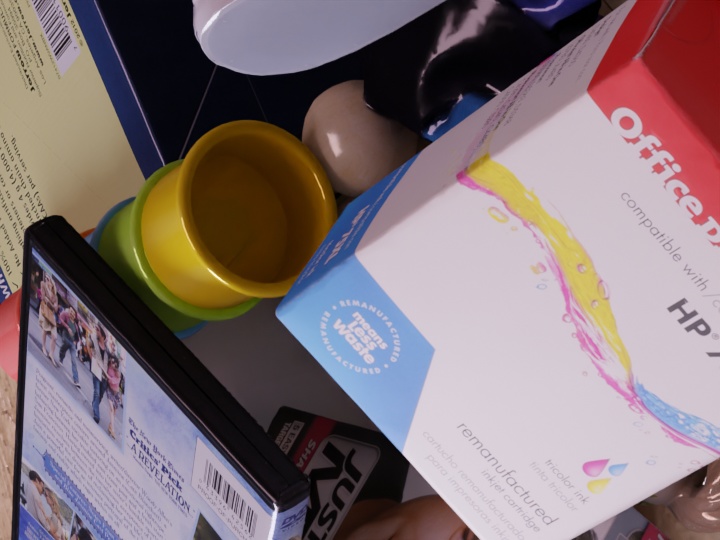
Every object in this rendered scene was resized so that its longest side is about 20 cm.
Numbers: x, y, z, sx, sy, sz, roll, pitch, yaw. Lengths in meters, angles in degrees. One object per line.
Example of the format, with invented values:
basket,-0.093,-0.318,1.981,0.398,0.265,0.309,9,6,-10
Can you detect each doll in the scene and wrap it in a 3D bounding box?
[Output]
doll,0.046,-0.091,0.823,0.200,0.048,0.137,-44,65,33

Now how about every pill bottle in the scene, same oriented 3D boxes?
pill bottle,-0.070,0.079,1.129,0.113,0.112,0.200,66,151,11

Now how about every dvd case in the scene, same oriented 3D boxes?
dvd case,-0.077,0.092,0.918,0.143,0.017,0.201,45,146,27

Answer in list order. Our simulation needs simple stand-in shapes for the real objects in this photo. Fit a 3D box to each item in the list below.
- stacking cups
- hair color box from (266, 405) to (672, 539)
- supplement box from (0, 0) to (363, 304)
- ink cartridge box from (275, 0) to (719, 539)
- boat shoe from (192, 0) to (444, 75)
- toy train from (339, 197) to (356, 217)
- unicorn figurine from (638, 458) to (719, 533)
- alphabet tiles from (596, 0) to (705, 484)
stacking cups,-0.082,-0.001,0.921,0.200,0.060,0.061,-22,86,57
hair color box,0.022,0.118,0.920,0.061,0.099,0.199,40,163,-34
supplement box,-0.090,-0.105,1.038,0.200,0.134,0.201,-39,72,59
ink cartridge box,0.085,-0.007,0.758,0.116,0.067,0.200,47,129,-10
boat shoe,0.034,-0.134,0.757,0.201,0.074,0.087,-24,62,26
toy train,0.000,0.000,0.949,0.042,0.057,0.200,28,179,-2
unicorn figurine,0.067,0.026,0.888,0.200,0.073,0.138,44,136,45
alphabet tiles,0.119,0.004,0.868,0.200,0.008,0.168,55,146,30
